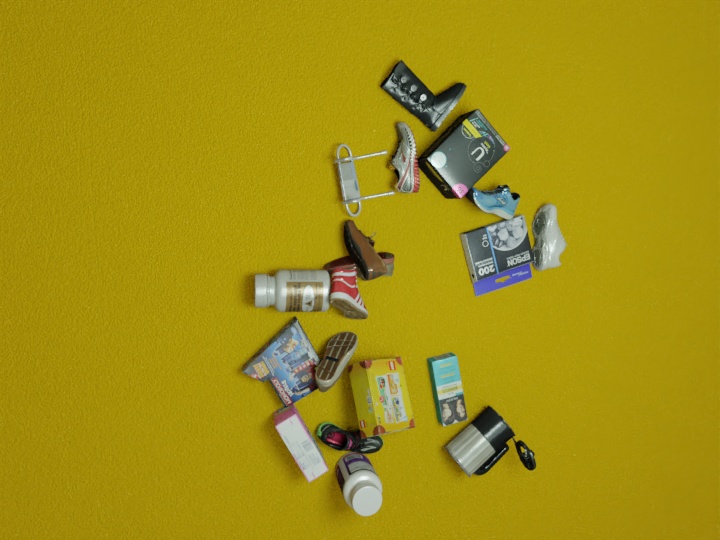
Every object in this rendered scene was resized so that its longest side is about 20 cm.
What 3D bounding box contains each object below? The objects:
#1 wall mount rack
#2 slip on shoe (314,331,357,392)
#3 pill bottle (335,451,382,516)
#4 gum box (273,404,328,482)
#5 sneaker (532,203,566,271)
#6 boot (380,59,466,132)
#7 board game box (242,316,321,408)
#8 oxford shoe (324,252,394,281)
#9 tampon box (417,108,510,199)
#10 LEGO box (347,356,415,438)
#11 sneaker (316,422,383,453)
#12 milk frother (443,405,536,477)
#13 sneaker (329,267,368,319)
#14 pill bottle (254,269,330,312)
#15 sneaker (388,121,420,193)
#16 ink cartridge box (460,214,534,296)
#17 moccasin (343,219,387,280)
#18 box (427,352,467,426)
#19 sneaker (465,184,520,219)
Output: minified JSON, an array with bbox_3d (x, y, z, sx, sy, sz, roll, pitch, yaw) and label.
[{"bbox_3d":[0.008,-0.256,1.666,0.173,0.074,0.202,-21,104,-48],"label":"wall mount rack"},{"bbox_3d":[-0.066,0.252,1.670,0.075,0.201,0.061,15,133,13],"label":"slip on shoe"},{"bbox_3d":[-0.002,0.597,1.683,0.110,0.200,0.113,-1,97,-11],"label":"pill bottle"},{"bbox_3d":[-0.165,0.480,1.680,0.066,0.113,0.201,-29,101,-7],"label":"gum box"},{"bbox_3d":[0.572,-0.101,1.806,0.098,0.078,0.202,-3,105,-18],"label":"sneaker"},{"bbox_3d":[0.177,-0.512,1.680,0.199,0.066,0.165,37,86,-9],"label":"boot"},{"bbox_3d":[-0.216,0.266,1.674,0.199,0.062,0.201,-29,101,-7],"label":"board game box"},{"bbox_3d":[0.000,0.000,1.690,0.198,0.071,0.075,-5,114,-4],"label":"oxford shoe"},{"bbox_3d":[0.282,-0.322,1.685,0.200,0.126,0.150,-45,102,-4],"label":"tampon box"},{"bbox_3d":[0.059,0.348,1.666,0.148,0.077,0.202,4,69,-44],"label":"LEGO box"},{"bbox_3d":[-0.029,0.493,1.724,0.198,0.084,0.077,12,99,-12],"label":"sneaker"},{"bbox_3d":[0.383,0.537,1.762,0.188,0.200,0.181,-41,106,-5],"label":"milk frother"},{"bbox_3d":[-0.027,0.061,1.660,0.071,0.200,0.113,-7,66,17],"label":"sneaker"},{"bbox_3d":[-0.186,0.055,1.631,0.198,0.114,0.116,1,96,-12],"label":"pill bottle"},{"bbox_3d":[0.117,-0.314,1.672,0.081,0.078,0.202,-6,85,1],"label":"sneaker"},{"bbox_3d":[0.413,-0.042,1.787,0.197,0.043,0.202,-18,101,-10],"label":"ink cartridge box"},{"bbox_3d":[0.012,-0.063,1.639,0.077,0.202,0.074,-15,137,-21],"label":"moccasin"},{"bbox_3d":[0.258,0.353,1.791,0.082,0.049,0.202,-13,98,-10],"label":"box"},{"bbox_3d":[0.378,-0.213,1.713,0.199,0.078,0.090,9,120,-39],"label":"sneaker"}]
